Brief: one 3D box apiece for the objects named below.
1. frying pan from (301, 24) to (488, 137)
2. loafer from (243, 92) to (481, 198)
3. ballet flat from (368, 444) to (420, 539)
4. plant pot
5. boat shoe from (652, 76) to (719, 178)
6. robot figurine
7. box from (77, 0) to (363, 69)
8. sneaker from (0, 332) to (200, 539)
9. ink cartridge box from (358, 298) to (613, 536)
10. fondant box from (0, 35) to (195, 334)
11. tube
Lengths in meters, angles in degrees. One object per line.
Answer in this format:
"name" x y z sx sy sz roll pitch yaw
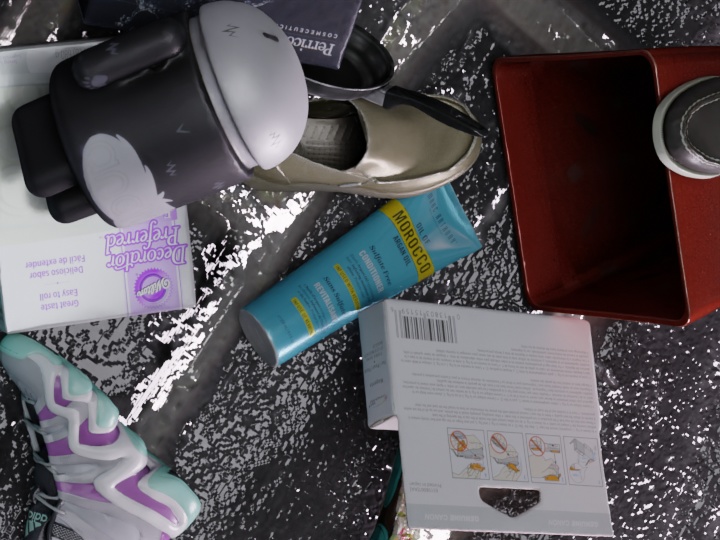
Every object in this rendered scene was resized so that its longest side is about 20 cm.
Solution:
"frying pan" 0.004 -0.147 1.594 0.188 0.115 0.031 20 122 -6
"loafer" 0.004 -0.095 1.615 0.198 0.068 0.076 -8 79 -19
"ballet flat" 0.041 0.198 1.663 0.063 0.076 0.202 20 90 -7
"plant pot" 0.240 -0.081 1.657 0.175 0.199 0.202 -14 101 -30
"boat shoe" 0.290 -0.106 1.544 0.200 0.060 0.073 -9 96 -41
"robot figurine" -0.134 -0.106 1.466 0.198 0.150 0.126 -21 100 7
"box" -0.085 -0.266 1.507 0.195 0.118 0.201 8 122 -21
"sneaker" -0.222 0.153 1.559 0.140 0.078 0.200 -45 108 -12
"ink cartridge box" 0.097 0.117 1.641 0.198 0.043 0.175 7 70 -33
"fondant box" -0.201 -0.065 1.555 0.143 0.058 0.202 -8 99 -20
"tube" 0.000 0.000 1.648 0.199 0.050 0.078 -34 112 -21
